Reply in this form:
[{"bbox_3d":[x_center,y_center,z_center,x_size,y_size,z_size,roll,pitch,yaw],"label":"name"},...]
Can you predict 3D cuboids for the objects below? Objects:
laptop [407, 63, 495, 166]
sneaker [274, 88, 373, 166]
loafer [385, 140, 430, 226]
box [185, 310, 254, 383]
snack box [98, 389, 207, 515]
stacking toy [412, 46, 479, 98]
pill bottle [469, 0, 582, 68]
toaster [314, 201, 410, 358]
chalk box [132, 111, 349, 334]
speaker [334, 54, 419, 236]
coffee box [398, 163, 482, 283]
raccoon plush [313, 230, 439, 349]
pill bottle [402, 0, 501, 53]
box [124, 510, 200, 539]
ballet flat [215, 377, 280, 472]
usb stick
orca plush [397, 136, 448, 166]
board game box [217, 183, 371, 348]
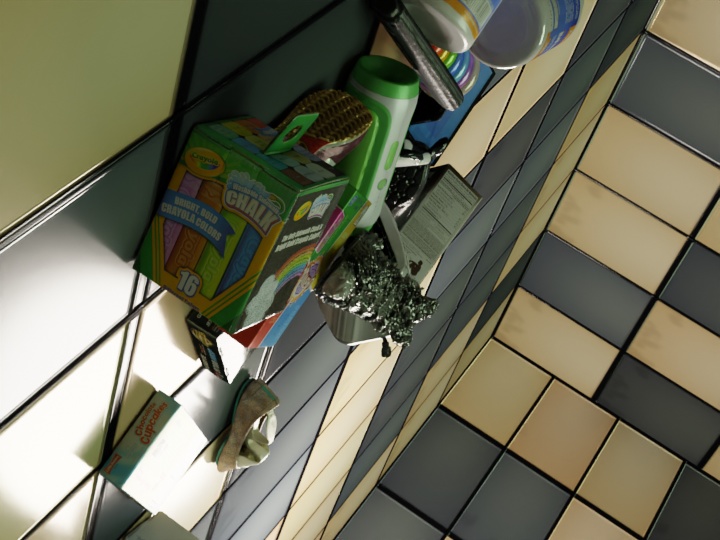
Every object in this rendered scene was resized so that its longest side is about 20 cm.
[{"bbox_3d":[0.147,-0.244,1.769,0.178,0.103,0.200,-57,-162,-10],"label":"laptop"},{"bbox_3d":[-0.066,-0.118,1.358,0.200,0.075,0.090,-39,167,-40],"label":"sneaker"},{"bbox_3d":[0.048,-0.109,1.823,0.201,0.068,0.070,-61,176,38],"label":"loafer"},{"bbox_3d":[-0.121,0.022,1.514,0.201,0.046,0.159,-54,167,-18],"label":"box"},{"bbox_3d":[-0.244,0.221,1.536,0.117,0.037,0.200,-55,167,-15],"label":"snack box"},{"bbox_3d":[0.086,-0.270,1.563,0.086,0.085,0.200,-59,163,4],"label":"stacking toy"},{"bbox_3d":[0.209,-0.323,1.588,0.200,0.112,0.113,-35,155,-56],"label":"pill bottle"},{"bbox_3d":[0.000,0.000,1.640,0.113,0.201,0.130,-10,144,-11],"label":"toaster"},{"bbox_3d":[-0.103,-0.065,1.201,0.201,0.123,0.125,-63,166,18],"label":"chalk box"},{"bbox_3d":[0.004,-0.142,1.483,0.088,0.088,0.201,-40,153,-55],"label":"speaker"},{"bbox_3d":[0.080,-0.057,1.941,0.201,0.080,0.113,-54,-162,-18],"label":"coffee box"},{"bbox_3d":[0.015,0.043,1.465,0.097,0.134,0.200,-46,-176,23],"label":"raccoon plush"},{"bbox_3d":[0.127,-0.353,1.425,0.201,0.112,0.112,-56,168,-10],"label":"pill bottle"},{"bbox_3d":[-0.301,0.438,1.745,0.201,0.077,0.095,-64,166,25],"label":"box"},{"bbox_3d":[-0.159,0.239,1.843,0.068,0.067,0.201,-45,163,-44],"label":"ballet flat"},{"bbox_3d":[0.065,-0.245,1.435,0.033,0.056,0.200,-37,145,6],"label":"usb stick"},{"bbox_3d":[0.042,-0.168,1.628,0.199,0.105,0.072,-9,93,-44],"label":"orca plush"},{"bbox_3d":[-0.067,-0.009,1.389,0.201,0.040,0.153,-55,173,2],"label":"board game box"}]
